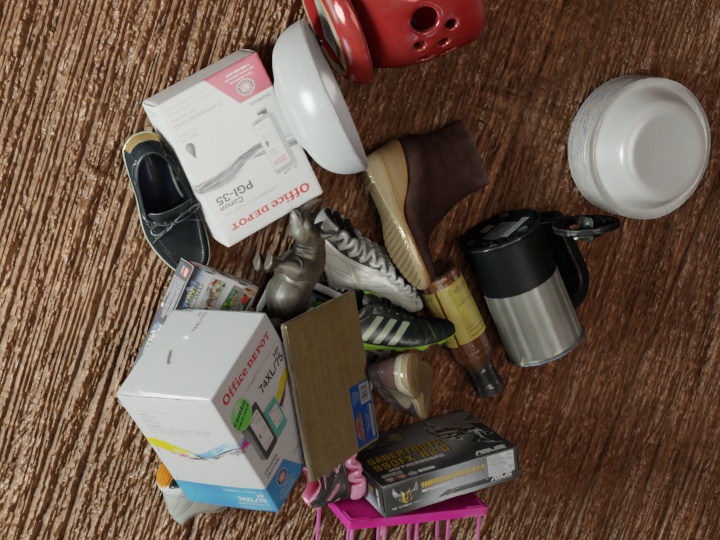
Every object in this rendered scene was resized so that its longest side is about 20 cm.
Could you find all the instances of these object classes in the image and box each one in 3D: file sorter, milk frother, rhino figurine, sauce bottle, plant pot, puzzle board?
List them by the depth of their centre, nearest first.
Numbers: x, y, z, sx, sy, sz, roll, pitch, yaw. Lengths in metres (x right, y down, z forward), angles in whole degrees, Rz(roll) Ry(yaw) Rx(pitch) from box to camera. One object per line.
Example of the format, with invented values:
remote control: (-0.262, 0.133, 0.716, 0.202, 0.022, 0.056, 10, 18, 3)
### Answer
plant pot: (0.029, -0.341, 1.630, 0.182, 0.200, 0.201, -24, 109, -7)
puzzle board: (-0.038, 0.141, 1.651, 0.151, 0.017, 0.200, -26, 110, -54)
rhino figurine: (-0.088, 0.000, 1.674, 0.087, 0.060, 0.200, 17, 101, -30)
milk frother: (0.264, 0.015, 1.796, 0.180, 0.200, 0.188, -31, 111, -17)
file sorter: (0.049, 0.359, 1.817, 0.200, 0.139, 0.126, -2, 105, -22)
sauce bottle: (0.140, 0.084, 1.834, 0.066, 0.066, 0.200, -30, 112, -14)

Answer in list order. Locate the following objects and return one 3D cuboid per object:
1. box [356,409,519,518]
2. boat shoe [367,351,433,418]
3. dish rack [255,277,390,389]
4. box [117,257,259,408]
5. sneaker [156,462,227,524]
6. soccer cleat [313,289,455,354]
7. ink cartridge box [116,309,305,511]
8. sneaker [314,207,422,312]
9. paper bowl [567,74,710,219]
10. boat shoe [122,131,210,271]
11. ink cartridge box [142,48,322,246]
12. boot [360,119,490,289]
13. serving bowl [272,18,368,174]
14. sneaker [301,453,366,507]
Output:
box: (0.091, 0.257, 1.798, 0.200, 0.158, 0.048, -13, 108, -18)
boat shoe: (0.055, 0.151, 1.772, 0.065, 0.200, 0.072, 3, 75, 13)
dish rack: (-0.067, 0.103, 1.766, 0.200, 0.044, 0.172, 25, 92, -25)
box: (-0.217, 0.093, 1.687, 0.110, 0.035, 0.200, 21, 96, -41)
sneaker: (-0.170, 0.266, 1.754, 0.200, 0.076, 0.092, -18, 129, -20)
soccer cleat: (0.032, 0.066, 1.739, 0.200, 0.068, 0.081, -2, 100, -19)
ink cartridge box: (-0.163, 0.167, 1.610, 0.147, 0.146, 0.200, -60, 138, -37)
sneaker: (0.000, 0.000, 1.763, 0.200, 0.075, 0.081, 38, 105, -26)
paper bowl: (0.399, -0.171, 1.861, 0.200, 0.104, 0.201, -4, 102, -20)
boat shoe: (-0.237, -0.075, 1.641, 0.075, 0.062, 0.200, -24, 119, -11)
ink cartridge box: (-0.155, -0.152, 1.653, 0.146, 0.083, 0.200, -31, 111, -13)
boot: (0.104, -0.090, 1.753, 0.166, 0.072, 0.200, -20, 85, -21)
serving bowl: (-0.059, -0.203, 1.631, 0.066, 0.200, 0.200, -23, 110, 7)
sneaker: (-0.061, 0.217, 1.723, 0.095, 0.079, 0.200, -19, 102, -17)
